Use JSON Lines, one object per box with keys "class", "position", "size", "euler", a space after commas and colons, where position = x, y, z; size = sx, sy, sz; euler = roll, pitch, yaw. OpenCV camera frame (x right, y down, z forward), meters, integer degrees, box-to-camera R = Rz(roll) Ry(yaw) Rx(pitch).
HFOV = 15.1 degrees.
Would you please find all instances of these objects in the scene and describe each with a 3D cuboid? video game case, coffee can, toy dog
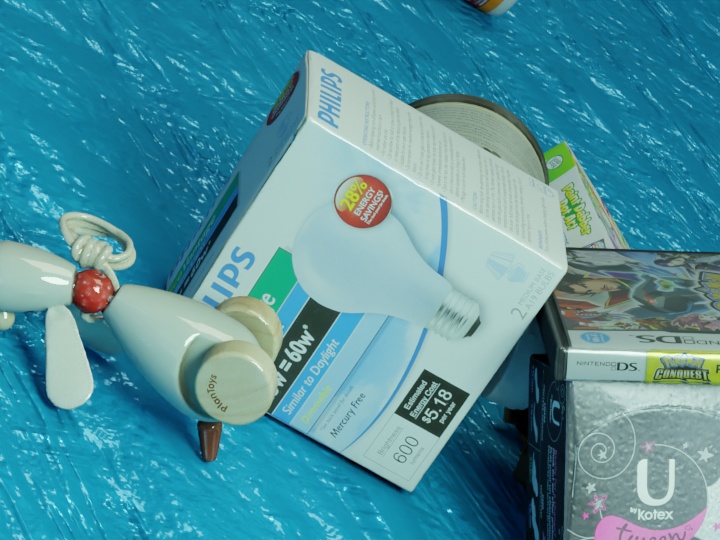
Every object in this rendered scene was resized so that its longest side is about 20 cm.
{"class": "video game case", "position": [0.204, 0.027, 1.757], "size": [0.179, 0.026, 0.200], "euler": [2, 19, -3]}
{"class": "coffee can", "position": [0.063, -0.029, 2.001], "size": [0.146, 0.147, 0.200], "euler": [32, 22, -8]}
{"class": "toy dog", "position": [-0.139, 0.053, 1.656], "size": [0.199, 0.097, 0.132], "euler": [27, 22, 18]}

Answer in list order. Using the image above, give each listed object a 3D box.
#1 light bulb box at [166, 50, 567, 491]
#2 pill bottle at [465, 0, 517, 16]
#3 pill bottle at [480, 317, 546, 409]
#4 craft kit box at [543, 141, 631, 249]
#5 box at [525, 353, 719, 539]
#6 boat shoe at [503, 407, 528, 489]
{"class": "light bulb box", "position": [0.000, 0.000, 1.782], "size": [0.199, 0.199, 0.125], "euler": [29, 21, -12]}
{"class": "pill bottle", "position": [0.082, -0.350, 2.720], "size": [0.199, 0.113, 0.113], "euler": [30, 23, -15]}
{"class": "pill bottle", "position": [0.188, 0.080, 1.860], "size": [0.199, 0.113, 0.113], "euler": [19, 25, -11]}
{"class": "craft kit box", "position": [0.207, 0.026, 2.127], "size": [0.200, 0.048, 0.198], "euler": [55, 13, -33]}
{"class": "box", "position": [0.215, 0.124, 1.752], "size": [0.198, 0.133, 0.115], "euler": [0, 4, -8]}
{"class": "boat shoe", "position": [0.143, 0.101, 1.957], "size": [0.074, 0.075, 0.203], "euler": [26, 23, -7]}
